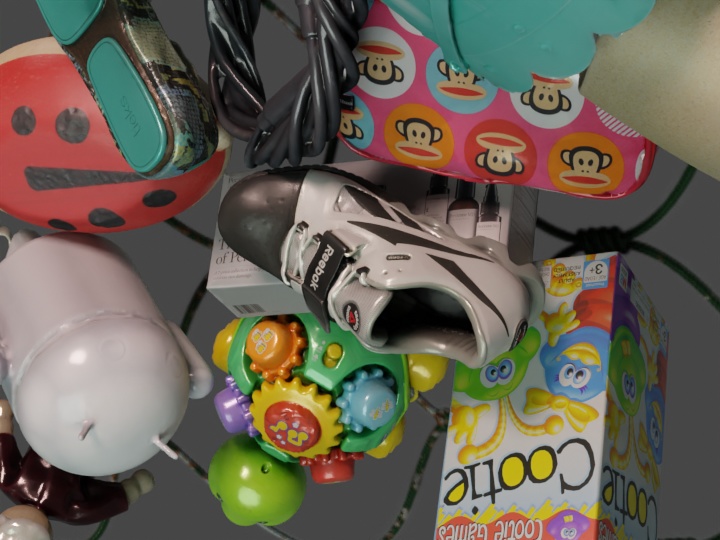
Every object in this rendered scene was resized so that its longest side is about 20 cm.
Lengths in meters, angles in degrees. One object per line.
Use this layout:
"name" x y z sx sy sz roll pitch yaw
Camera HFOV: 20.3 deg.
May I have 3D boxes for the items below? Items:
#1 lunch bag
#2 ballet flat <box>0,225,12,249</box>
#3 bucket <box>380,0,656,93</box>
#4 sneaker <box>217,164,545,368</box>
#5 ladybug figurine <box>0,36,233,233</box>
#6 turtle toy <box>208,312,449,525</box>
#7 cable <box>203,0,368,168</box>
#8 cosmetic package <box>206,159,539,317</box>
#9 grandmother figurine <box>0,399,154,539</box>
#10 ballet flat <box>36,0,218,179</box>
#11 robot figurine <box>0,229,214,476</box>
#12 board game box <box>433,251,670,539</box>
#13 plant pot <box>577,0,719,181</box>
"lunch bag" 0.081 -0.139 1.124 0.198 0.082 0.177 11 124 14
"ballet flat" -0.276 -0.030 1.366 0.071 0.072 0.202 -4 124 24
"bucket" 0.065 -0.204 0.952 0.134 0.209 0.207 25 135 -29
"sneaker" 0.000 0.000 1.140 0.198 0.089 0.075 18 121 16
"ladybug figurine" -0.174 -0.079 1.273 0.198 0.072 0.137 -4 124 24
"turtle toy" -0.039 0.089 1.326 0.145 0.101 0.201 29 131 -1
"cable" -0.045 -0.143 1.132 0.163 0.050 0.201 43 139 43
"cosmetic package" 0.007 -0.023 1.229 0.198 0.083 0.051 -5 152 24
"grandmother figurine" -0.198 0.129 1.354 0.120 0.201 0.061 16 140 12
"ballet flat" -0.143 -0.143 1.203 0.074 0.074 0.201 -34 74 38
"robot figurine" -0.178 0.053 1.296 0.168 0.200 0.114 2 122 -29
"board game box" 0.117 0.105 1.195 0.102 0.202 0.105 -7 148 26
"plant pot" 0.214 -0.110 0.995 0.198 0.188 0.188 13 130 1
